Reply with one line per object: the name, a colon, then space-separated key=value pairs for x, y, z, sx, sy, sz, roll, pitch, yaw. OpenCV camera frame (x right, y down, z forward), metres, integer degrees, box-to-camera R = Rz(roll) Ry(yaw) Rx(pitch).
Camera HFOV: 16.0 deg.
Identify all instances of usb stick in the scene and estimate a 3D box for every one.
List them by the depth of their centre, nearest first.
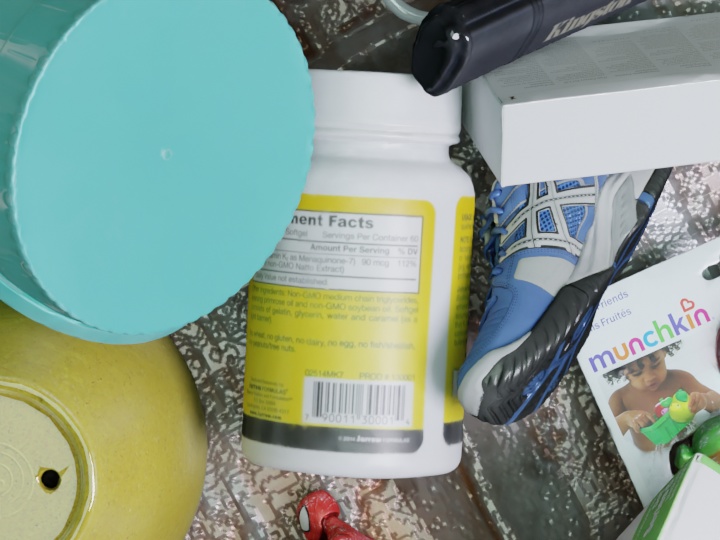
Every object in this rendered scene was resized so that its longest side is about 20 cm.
usb stick: x=0.103 y=-0.137 z=1.283 sx=0.200 sy=0.055 sz=0.033 roll=-27 pitch=63 yaw=-37

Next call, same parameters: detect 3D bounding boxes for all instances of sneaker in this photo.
sneaker: x=0.089 y=-0.002 z=1.301 sx=0.077 sy=0.076 sz=0.200 roll=27 pitch=50 yaw=8

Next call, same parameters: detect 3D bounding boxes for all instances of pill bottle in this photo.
pill bottle: x=0.000 y=0.000 z=1.303 sx=0.114 sy=0.114 sz=0.200 roll=3 pitch=92 yaw=-3

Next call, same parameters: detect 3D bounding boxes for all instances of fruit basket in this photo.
fruit basket: x=0.225 y=0.074 z=1.328 sx=0.185 sy=0.094 sz=0.200 roll=-23 pitch=90 yaw=-1

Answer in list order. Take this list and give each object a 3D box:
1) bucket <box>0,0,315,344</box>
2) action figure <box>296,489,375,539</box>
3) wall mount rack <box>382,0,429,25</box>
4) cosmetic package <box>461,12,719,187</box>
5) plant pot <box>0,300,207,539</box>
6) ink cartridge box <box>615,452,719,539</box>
bucket: x=-0.130 y=-0.070 z=1.227 sx=0.207 sy=0.135 sz=0.207 roll=-17 pitch=117 yaw=-37
action figure: x=-0.011 y=0.214 z=1.326 sx=0.099 sy=0.065 sz=0.200 roll=-27 pitch=67 yaw=15
wall mount rack: x=0.059 y=-0.227 z=1.319 sx=0.174 sy=0.075 sz=0.200 roll=42 pitch=90 yaw=-7
cosmetic package: x=0.156 y=-0.090 z=1.301 sx=0.200 sy=0.083 sz=0.051 roll=-7 pitch=118 yaw=-11
plant pot: x=-0.178 y=0.098 z=1.286 sx=0.200 sy=0.142 sz=0.200 roll=0 pitch=93 yaw=-2
ink cartridge box: x=0.167 y=0.206 z=1.280 sx=0.145 sy=0.084 sz=0.200 roll=33 pitch=135 yaw=-2
